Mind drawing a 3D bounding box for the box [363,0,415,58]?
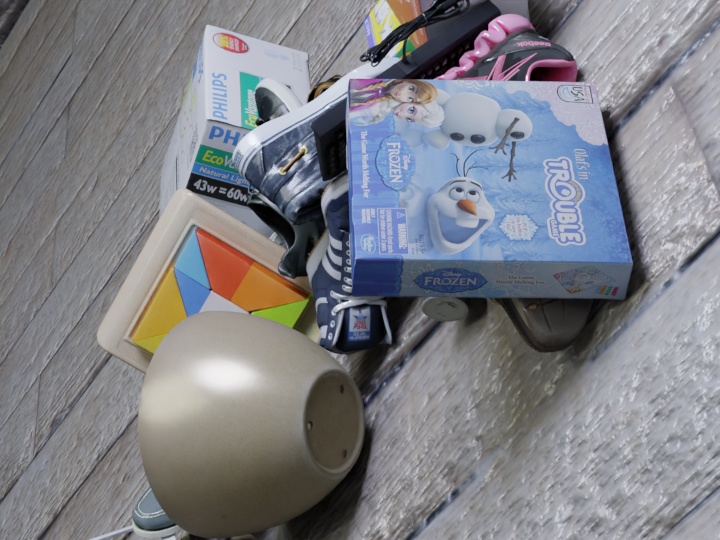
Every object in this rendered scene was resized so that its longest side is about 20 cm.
[{"bbox_3d":[0.080,-0.283,1.502,0.200,0.048,0.118,-49,30,28],"label":"box"}]

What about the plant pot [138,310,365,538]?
[{"bbox_3d":[-0.076,0.131,1.307,0.134,0.200,0.201,-5,61,35],"label":"plant pot"}]

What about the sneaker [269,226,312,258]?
[{"bbox_3d":[-0.094,0.036,1.547,0.201,0.078,0.099,-58,11,13],"label":"sneaker"}]

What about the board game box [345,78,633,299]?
[{"bbox_3d":[0.090,-0.065,1.129,0.044,0.198,0.201,95,174,-46],"label":"board game box"}]

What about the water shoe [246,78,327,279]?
[{"bbox_3d":[-0.076,-0.090,1.448,0.072,0.079,0.201,121,129,-69],"label":"water shoe"}]

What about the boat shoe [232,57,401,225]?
[{"bbox_3d":[-0.013,-0.114,1.370,0.200,0.091,0.071,-33,-21,-24],"label":"boat shoe"}]

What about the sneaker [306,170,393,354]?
[{"bbox_3d":[0.000,0.000,1.322,0.200,0.070,0.109,111,152,-58],"label":"sneaker"}]

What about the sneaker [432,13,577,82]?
[{"bbox_3d":[0.101,-0.125,1.239,0.095,0.079,0.200,33,72,32],"label":"sneaker"}]

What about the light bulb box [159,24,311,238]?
[{"bbox_3d":[-0.135,-0.119,1.624,0.199,0.124,0.201,-98,26,-52],"label":"light bulb box"}]

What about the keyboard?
[{"bbox_3d":[0.041,-0.162,1.252,0.200,0.127,0.021,-38,59,-18],"label":"keyboard"}]

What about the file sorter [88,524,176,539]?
[{"bbox_3d":[-0.196,0.334,1.339,0.200,0.124,0.139,-126,22,-62],"label":"file sorter"}]

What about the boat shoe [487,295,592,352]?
[{"bbox_3d":[0.127,-0.008,1.165,0.074,0.074,0.201,103,164,-44],"label":"boat shoe"}]

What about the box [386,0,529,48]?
[{"bbox_3d":[0.063,-0.287,1.350,0.097,0.125,0.201,-25,54,-4],"label":"box"}]

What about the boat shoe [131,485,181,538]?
[{"bbox_3d":[-0.142,0.167,1.405,0.073,0.062,0.200,18,46,42],"label":"boat shoe"}]

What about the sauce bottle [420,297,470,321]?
[{"bbox_3d":[0.079,-0.052,1.284,0.066,0.066,0.201,-37,38,45],"label":"sauce bottle"}]

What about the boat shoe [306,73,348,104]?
[{"bbox_3d":[-0.015,-0.166,1.517,0.072,0.068,0.200,-33,24,11],"label":"boat shoe"}]

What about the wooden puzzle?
[{"bbox_3d":[-0.139,0.046,1.482,0.186,0.199,0.037,-59,-1,14],"label":"wooden puzzle"}]

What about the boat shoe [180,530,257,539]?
[{"bbox_3d":[-0.117,0.270,1.384,0.065,0.072,0.200,-41,14,-3],"label":"boat shoe"}]
